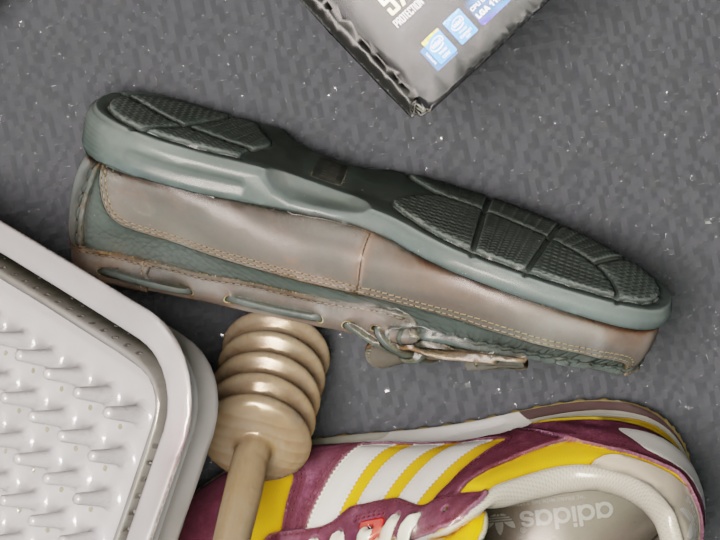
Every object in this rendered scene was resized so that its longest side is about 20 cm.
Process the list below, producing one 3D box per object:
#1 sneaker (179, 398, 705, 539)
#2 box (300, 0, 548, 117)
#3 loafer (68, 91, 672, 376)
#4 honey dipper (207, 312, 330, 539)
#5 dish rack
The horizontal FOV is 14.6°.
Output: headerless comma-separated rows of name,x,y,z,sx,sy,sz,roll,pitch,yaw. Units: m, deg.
sneaker,0.013,0.092,0.915,0.199,0.090,0.075,-17,100,7
box,0.037,-0.175,0.862,0.200,0.086,0.164,-41,96,10
loafer,0.000,0.000,0.913,0.200,0.072,0.063,20,109,8
honey dipper,-0.043,0.090,0.867,0.038,0.200,0.038,6,131,7
dish rack,-0.124,0.084,0.915,0.171,0.043,0.200,29,105,38
